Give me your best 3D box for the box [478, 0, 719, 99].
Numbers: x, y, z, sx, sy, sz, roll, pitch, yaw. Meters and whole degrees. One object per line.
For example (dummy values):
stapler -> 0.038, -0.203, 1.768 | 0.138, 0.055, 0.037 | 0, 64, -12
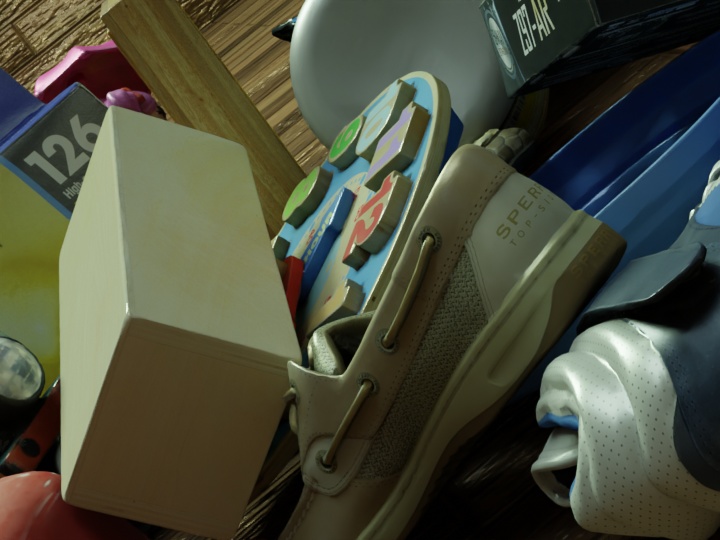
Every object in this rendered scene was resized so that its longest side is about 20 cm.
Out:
box -> 0.158, -0.126, 0.695 | 0.198, 0.044, 0.160 | -18, -1, -7

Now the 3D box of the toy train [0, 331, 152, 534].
toy train -> -0.162, 0.106, 0.732 | 0.200, 0.114, 0.085 | -47, 11, 37

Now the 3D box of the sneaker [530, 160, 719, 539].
sneaker -> 0.106, 0.007, 0.531 | 0.146, 0.081, 0.200 | -37, 10, 17

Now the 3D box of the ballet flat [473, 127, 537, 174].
ballet flat -> 0.000, 0.000, 0.804 | 0.200, 0.046, 0.067 | -44, -9, 25

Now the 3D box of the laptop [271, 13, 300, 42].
laptop -> 0.073, -0.189, 1.008 | 0.176, 0.104, 0.199 | 7, -13, -32

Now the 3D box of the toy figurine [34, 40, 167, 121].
toy figurine -> -0.123, -0.052, 1.071 | 0.150, 0.185, 0.200 | -40, 15, -12

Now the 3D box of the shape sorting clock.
shape sorting clock -> -0.023, 0.008, 0.717 | 0.200, 0.039, 0.201 | -51, 19, 25

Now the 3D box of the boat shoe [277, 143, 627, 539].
boat shoe -> 0.011, 0.040, 0.586 | 0.072, 0.065, 0.200 | -47, -7, -47

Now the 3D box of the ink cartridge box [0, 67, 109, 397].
ink cartridge box -> -0.164, -0.003, 0.863 | 0.198, 0.200, 0.047 | -50, 1, -40

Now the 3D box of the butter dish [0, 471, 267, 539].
butter dish -> -0.150, 0.141, 0.600 | 0.199, 0.148, 0.200 | -33, 14, 17

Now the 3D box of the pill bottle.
pill bottle -> 0.037, -0.095, 0.897 | 0.109, 0.110, 0.200 | -35, -7, 8

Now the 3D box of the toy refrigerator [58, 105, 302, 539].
toy refrigerator -> -0.072, 0.013, 0.685 | 0.200, 0.069, 0.076 | -110, 39, -64

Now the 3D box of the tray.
tray -> -0.054, -0.055, 0.873 | 0.037, 0.200, 0.099 | -37, 14, 1

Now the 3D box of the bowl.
bowl -> 0.092, -0.019, 0.679 | 0.200, 0.039, 0.201 | -42, 6, 5
